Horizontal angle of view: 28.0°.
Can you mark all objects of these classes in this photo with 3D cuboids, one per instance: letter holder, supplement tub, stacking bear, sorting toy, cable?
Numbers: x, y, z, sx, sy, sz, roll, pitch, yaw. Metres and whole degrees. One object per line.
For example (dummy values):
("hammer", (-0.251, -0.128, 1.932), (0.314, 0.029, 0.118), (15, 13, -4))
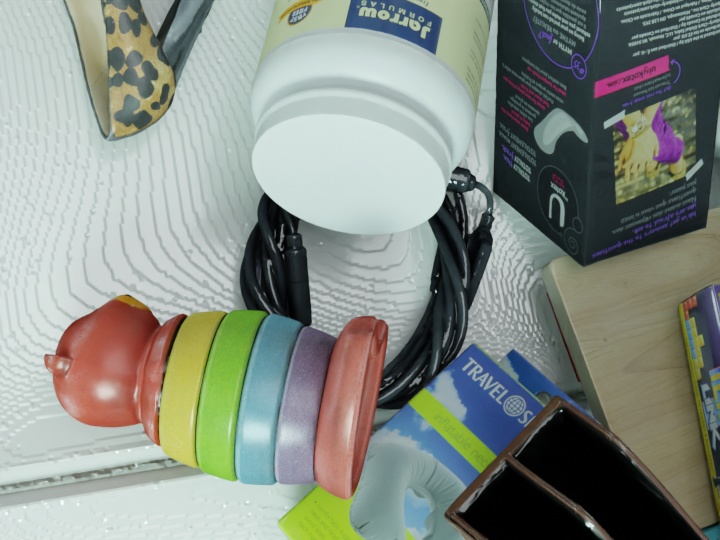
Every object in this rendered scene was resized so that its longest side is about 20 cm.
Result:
("letter holder", (0.166, 0.190, 0.826), (0.101, 0.142, 0.200), (-44, 112, -6))
("supplement tub", (0.009, -0.140, 0.933), (0.144, 0.145, 0.201), (18, 58, -11))
("stacking bear", (-0.092, 0.069, 0.892), (0.199, 0.121, 0.115), (10, 87, 6))
("sorting toy", (0.239, 0.067, 1.014), (0.199, 0.070, 0.200), (-17, 81, -19))
("cable", (0.000, 0.000, 0.974), (0.162, 0.051, 0.201), (26, 74, -9))

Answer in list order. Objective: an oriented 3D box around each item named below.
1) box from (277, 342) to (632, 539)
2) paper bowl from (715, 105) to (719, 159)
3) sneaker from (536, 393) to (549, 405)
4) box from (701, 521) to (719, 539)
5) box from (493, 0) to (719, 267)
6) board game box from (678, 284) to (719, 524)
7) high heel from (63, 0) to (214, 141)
("box", (0.060, 0.140, 0.919), (0.200, 0.048, 0.122), (-42, 55, -9))
("paper bowl", (0.300, -0.117, 1.007), (0.200, 0.201, 0.105), (25, 95, -9))
("sneaker", (0.097, 0.173, 0.967), (0.073, 0.082, 0.201), (-1, 57, 26))
("box", (0.296, 0.179, 1.002), (0.199, 0.082, 0.049), (-17, 83, -18))
("box", (0.162, -0.125, 0.955), (0.105, 0.122, 0.201), (-16, 126, -21))
("board game box", (0.312, 0.105, 0.954), (0.164, 0.057, 0.201), (-5, 76, -17))
("high heel", (-0.198, -0.182, 0.943), (0.199, 0.071, 0.143), (30, 66, -17))
